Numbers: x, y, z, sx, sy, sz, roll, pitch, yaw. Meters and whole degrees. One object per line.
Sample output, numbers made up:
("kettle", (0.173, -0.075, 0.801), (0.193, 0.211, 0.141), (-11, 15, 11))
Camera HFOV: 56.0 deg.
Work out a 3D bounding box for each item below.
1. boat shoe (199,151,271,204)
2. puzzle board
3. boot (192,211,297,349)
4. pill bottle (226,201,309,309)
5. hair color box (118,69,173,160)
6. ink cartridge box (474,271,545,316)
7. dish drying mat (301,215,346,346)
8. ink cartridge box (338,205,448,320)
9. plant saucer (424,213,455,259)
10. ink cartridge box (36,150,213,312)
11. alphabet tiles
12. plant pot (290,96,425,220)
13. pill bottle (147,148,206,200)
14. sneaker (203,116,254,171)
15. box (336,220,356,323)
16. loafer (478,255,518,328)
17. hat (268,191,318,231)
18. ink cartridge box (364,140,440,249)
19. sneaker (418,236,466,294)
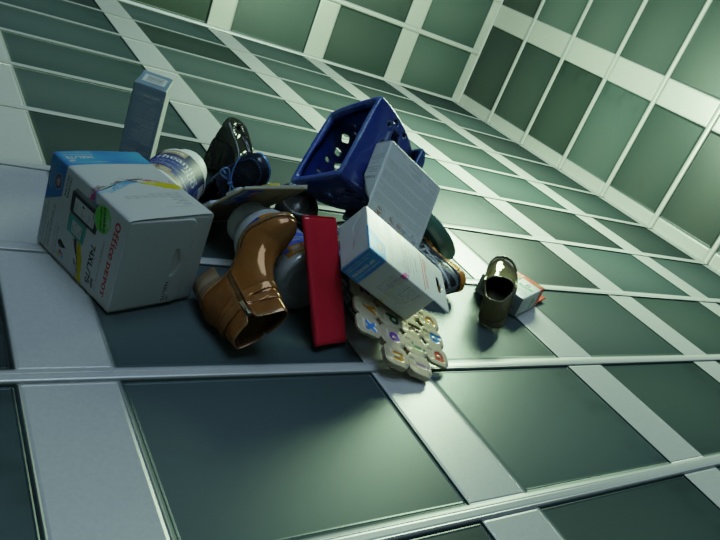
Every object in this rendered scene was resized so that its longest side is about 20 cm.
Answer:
("boat shoe", (-0.241, -0.156, 1.278), (0.068, 0.199, 0.085), (-27, 88, -44))
("puzzle board", (-0.214, -0.123, 1.221), (0.150, 0.199, 0.018), (-9, 83, -51))
("boot", (-0.142, 0.015, 0.991), (0.155, 0.200, 0.074), (42, -7, 44))
("pill bottle", (-0.146, -0.034, 1.151), (0.111, 0.113, 0.200), (-1, 34, -44))
("hair color box", (-0.407, -0.259, 1.265), (0.060, 0.202, 0.099), (16, 24, -14))
("ink cartridge box", (0.352, 0.037, 1.536), (0.109, 0.051, 0.199), (35, 27, 25))
("dish drying mat", (-0.058, 0.015, 1.065), (0.018, 0.203, 0.076), (-7, -4, 36))
("ink cartridge box", (0.056, 0.000, 1.131), (0.199, 0.068, 0.116), (38, 29, -29))
("plant saucer", (0.121, -0.087, 1.480), (0.200, 0.027, 0.201), (39, -17, 14))
("ink cartridge box", (-0.342, -0.062, 0.984), (0.199, 0.148, 0.145), (36, 27, 27))
("alphabet tiles", (0.062, 0.090, 1.124), (0.194, 0.015, 0.201), (25, 34, -29))
("plant pot", (0.005, -0.214, 1.403), (0.179, 0.201, 0.199), (38, -20, -28))
("pill bottle", (-0.343, -0.154, 1.217), (0.110, 0.112, 0.200), (21, 24, -4))
("sneaker", (-0.282, -0.224, 1.485), (0.076, 0.114, 0.201), (4, 58, -46))
("box", (0.000, 0.000, 1.219), (0.201, 0.046, 0.158), (54, 32, 15))
("loafer", (0.290, 0.032, 1.396), (0.075, 0.068, 0.201), (13, 43, 6))
("hat", (-0.131, -0.116, 1.373), (0.198, 0.082, 0.201), (19, 23, -8))
("ink cartridge box", (0.064, -0.120, 1.296), (0.057, 0.202, 0.162), (2, -27, 49))
("sneaker", (0.125, -0.016, 1.414), (0.199, 0.079, 0.077), (34, 37, 28))
